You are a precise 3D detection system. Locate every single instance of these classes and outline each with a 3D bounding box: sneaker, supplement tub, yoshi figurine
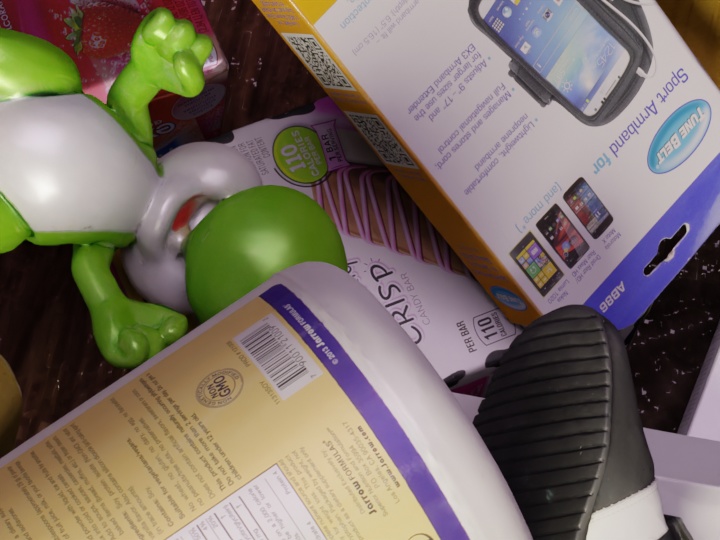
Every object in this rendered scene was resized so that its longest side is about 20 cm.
[{"bbox_3d":[0.087,0.115,0.854,0.088,0.074,0.202,11,76,-40],"label":"sneaker"},{"bbox_3d":[-0.056,0.106,0.781,0.199,0.146,0.146,-34,73,-10],"label":"supplement tub"},{"bbox_3d":[-0.081,-0.025,0.850,0.199,0.112,0.113,23,40,-31],"label":"yoshi figurine"}]

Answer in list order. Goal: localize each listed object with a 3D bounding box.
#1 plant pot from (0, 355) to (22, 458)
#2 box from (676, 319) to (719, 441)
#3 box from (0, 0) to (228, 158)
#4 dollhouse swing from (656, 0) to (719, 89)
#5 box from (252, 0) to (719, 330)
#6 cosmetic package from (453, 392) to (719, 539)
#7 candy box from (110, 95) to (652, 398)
[{"bbox_3d":[-0.234,0.070,0.850,0.199,0.196,0.195,-29,71,-27],"label":"plant pot"},{"bbox_3d":[0.225,0.020,0.977,0.143,0.036,0.201,21,81,4],"label":"box"},{"bbox_3d":[-0.133,-0.129,0.996,0.095,0.100,0.201,-18,69,-14],"label":"box"},{"bbox_3d":[0.081,-0.164,1.033,0.199,0.176,0.183,11,96,-32],"label":"dollhouse swing"},{"bbox_3d":[0.061,-0.072,0.910,0.119,0.041,0.200,-46,115,-15],"label":"box"},{"bbox_3d":[0.103,0.106,0.916,0.198,0.083,0.051,10,21,-4],"label":"cosmetic package"},{"bbox_3d":[0.000,0.000,0.973,0.199,0.061,0.137,-22,70,-15],"label":"candy box"}]
